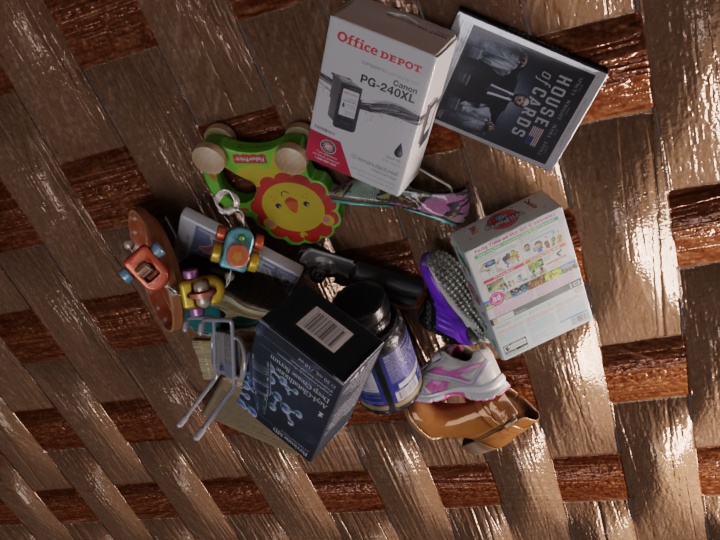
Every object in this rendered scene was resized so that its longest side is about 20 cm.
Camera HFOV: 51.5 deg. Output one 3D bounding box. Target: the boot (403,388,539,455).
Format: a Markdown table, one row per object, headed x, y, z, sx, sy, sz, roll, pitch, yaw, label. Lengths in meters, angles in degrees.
| x | y | z | sx | sy | sz | roll | pitch | yaw | label |
| --- | --- | --- | --- | --- | --- | --- | --- | --- | --- |
| 0.187 | 0.236 | 1.260 | 0.199 | 0.074 | 0.155 | 26 | 135 | -24 | boot |

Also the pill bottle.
| x | y | z | sx | sy | sz | roll | pitch | yaw | label |
| --- | --- | --- | --- | --- | --- | --- | --- | --- | --- |
| 0.023 | 0.118 | 1.144 | 0.111 | 0.112 | 0.201 | -5 | 130 | 18 | pill bottle |

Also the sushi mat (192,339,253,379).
| x | y | z | sx | sy | sz | roll | pitch | yaw | label |
| --- | --- | --- | --- | --- | --- | --- | --- | --- | --- |
| -0.208 | 0.167 | 1.357 | 0.198 | 0.012 | 0.096 | 0 | 127 | 15 | sushi mat |

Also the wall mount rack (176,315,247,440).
| x | y | z | sx | sy | sz | roll | pitch | yaw | label |
| --- | --- | --- | --- | --- | --- | --- | --- | --- | --- |
| -0.230 | 0.157 | 1.128 | 0.074 | 0.175 | 0.200 | 0 | 178 | -24 | wall mount rack |

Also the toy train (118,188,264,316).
| x | y | z | sx | sy | sz | roll | pitch | yaw | label |
| --- | --- | --- | --- | --- | --- | --- | --- | --- | --- |
| -0.234 | -0.018 | 1.058 | 0.200 | 0.056 | 0.151 | -36 | 106 | -4 | toy train |

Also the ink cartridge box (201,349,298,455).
| x | y | z | sx | sy | sz | roll | pitch | yaw | label |
| --- | --- | --- | --- | --- | --- | --- | --- | --- | --- |
| -0.165 | 0.237 | 1.335 | 0.199 | 0.075 | 0.165 | 27 | 139 | -9 | ink cartridge box |

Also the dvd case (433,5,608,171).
| x | y | z | sx | sy | sz | roll | pitch | yaw | label |
| --- | --- | --- | --- | --- | --- | --- | --- | --- | --- |
| 0.187 | -0.226 | 0.947 | 0.199 | 0.025 | 0.151 | 22 | 129 | -1 | dvd case |

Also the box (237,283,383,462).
| x | y | z | sx | sy | sz | roll | pitch | yaw | label |
| --- | --- | --- | --- | --- | --- | --- | --- | --- | --- |
| -0.077 | 0.149 | 1.077 | 0.148 | 0.107 | 0.201 | 35 | 135 | 15 | box |

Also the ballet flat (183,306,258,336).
| x | y | z | sx | sy | sz | roll | pitch | yaw | label |
| --- | --- | --- | --- | --- | --- | --- | --- | --- | --- |
| -0.208 | 0.076 | 1.232 | 0.199 | 0.072 | 0.072 | 0 | 128 | 37 | ballet flat |

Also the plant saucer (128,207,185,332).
| x | y | z | sx | sy | sz | roll | pitch | yaw | label |
| --- | --- | --- | --- | --- | --- | --- | --- | --- | --- |
| -0.317 | -0.002 | 1.175 | 0.032 | 0.200 | 0.201 | -18 | 132 | -25 | plant saucer |

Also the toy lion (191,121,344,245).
| x | y | z | sx | sy | sz | roll | pitch | yaw | label |
| --- | --- | --- | --- | --- | --- | --- | --- | --- | --- |
| -0.126 | -0.119 | 1.096 | 0.198 | 0.069 | 0.193 | 3 | 134 | 14 | toy lion |

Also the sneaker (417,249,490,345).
| x | y | z | sx | sy | sz | roll | pitch | yaw | label |
| --- | --- | --- | --- | --- | --- | --- | --- | --- | --- |
| 0.123 | 0.053 | 1.132 | 0.099 | 0.070 | 0.200 | -14 | 132 | 32 | sneaker |

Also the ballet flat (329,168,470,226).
| x | y | z | sx | sy | sz | roll | pitch | yaw | label |
| --- | --- | --- | --- | --- | --- | --- | --- | --- | --- |
| 0.058 | -0.114 | 1.047 | 0.198 | 0.069 | 0.072 | 11 | 104 | -1 | ballet flat |

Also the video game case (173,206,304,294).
| x | y | z | sx | sy | sz | roll | pitch | yaw | label |
| --- | --- | --- | --- | --- | --- | --- | --- | --- | --- |
| -0.201 | -0.004 | 1.183 | 0.199 | 0.023 | 0.182 | 27 | 149 | -5 | video game case |

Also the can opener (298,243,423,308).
| x | y | z | sx | sy | sz | roll | pitch | yaw | label |
| --- | --- | --- | --- | --- | --- | --- | --- | --- | --- |
| 0.000 | 0.000 | 1.157 | 0.199 | 0.067 | 0.054 | 16 | 129 | -14 | can opener |

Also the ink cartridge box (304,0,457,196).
| x | y | z | sx | sy | sz | roll | pitch | yaw | label |
| --- | --- | --- | --- | --- | --- | --- | --- | --- | --- |
| 0.022 | -0.219 | 0.945 | 0.144 | 0.083 | 0.201 | 24 | 130 | 12 | ink cartridge box |

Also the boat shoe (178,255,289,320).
| x | y | z | sx | sy | sz | roll | pitch | yaw | label |
| --- | --- | --- | --- | --- | --- | --- | --- | --- | --- |
| -0.193 | 0.042 | 1.149 | 0.199 | 0.072 | 0.077 | 22 | 130 | 23 | boat shoe |

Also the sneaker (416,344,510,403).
| x | y | z | sx | sy | sz | roll | pitch | yaw | label |
| --- | --- | --- | --- | --- | --- | --- | --- | --- | --- |
| 0.145 | 0.161 | 1.220 | 0.199 | 0.081 | 0.089 | -10 | 97 | 33 | sneaker |

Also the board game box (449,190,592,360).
| x | y | z | sx | sy | sz | roll | pitch | yaw | label |
| --- | --- | --- | --- | --- | --- | --- | --- | --- | --- |
| 0.229 | 0.010 | 1.054 | 0.147 | 0.064 | 0.201 | -25 | 121 | -1 | board game box |
